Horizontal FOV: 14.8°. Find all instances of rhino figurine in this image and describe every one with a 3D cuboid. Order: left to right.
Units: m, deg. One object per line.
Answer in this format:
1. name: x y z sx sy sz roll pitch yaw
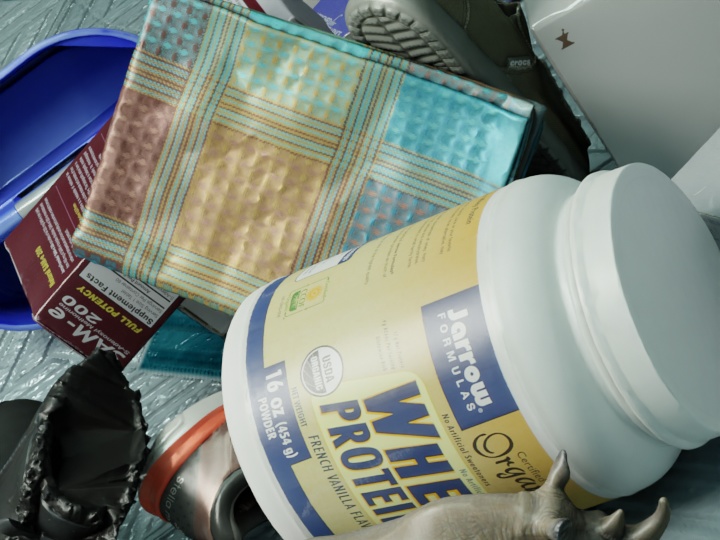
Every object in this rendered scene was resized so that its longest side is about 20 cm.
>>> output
1. rhino figurine: 0.041 0.130 1.160 0.200 0.087 0.060 -23 31 27

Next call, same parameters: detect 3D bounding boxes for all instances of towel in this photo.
1. towel: -0.027 -0.041 1.326 0.022 0.200 0.147 -23 -48 -78

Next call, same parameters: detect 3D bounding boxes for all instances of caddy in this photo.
1. caddy: -0.177 -0.055 1.629 0.200 0.141 0.105 -37 10 2

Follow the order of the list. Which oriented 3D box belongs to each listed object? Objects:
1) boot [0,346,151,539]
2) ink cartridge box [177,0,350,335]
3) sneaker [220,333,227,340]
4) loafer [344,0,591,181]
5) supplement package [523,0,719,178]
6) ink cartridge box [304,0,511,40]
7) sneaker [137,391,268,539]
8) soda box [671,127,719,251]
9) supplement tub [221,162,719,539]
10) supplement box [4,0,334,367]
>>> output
1. boot: -0.156 0.101 1.383 0.198 0.073 0.162 -83 18 -47
2. ink cartridge box: -0.058 -0.075 1.504 0.200 0.047 0.198 -55 23 -1
3. sneaker: 0.000 0.000 1.443 0.200 0.074 0.085 -19 37 48
4. loafer: 0.066 -0.102 1.373 0.075 0.200 0.070 8 66 33
5. supplement package: 0.154 -0.151 1.423 0.121 0.120 0.200 -28 29 13
6. ink cartridge box: 0.053 -0.215 1.682 0.200 0.085 0.145 -32 27 8
7. sneaker: -0.011 0.072 1.359 0.200 0.077 0.082 -41 57 -14
8. soda box: 0.218 -0.016 1.202 0.068 0.063 0.200 -45 28 -16
9. supplement tub: 0.056 0.043 1.216 0.200 0.144 0.144 -22 31 28
10. supplement box: -0.090 -0.053 1.412 0.200 0.061 0.109 -48 26 8
